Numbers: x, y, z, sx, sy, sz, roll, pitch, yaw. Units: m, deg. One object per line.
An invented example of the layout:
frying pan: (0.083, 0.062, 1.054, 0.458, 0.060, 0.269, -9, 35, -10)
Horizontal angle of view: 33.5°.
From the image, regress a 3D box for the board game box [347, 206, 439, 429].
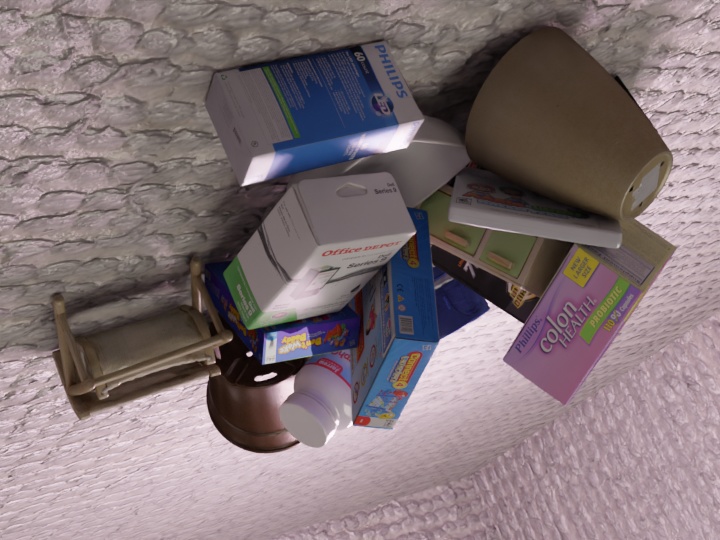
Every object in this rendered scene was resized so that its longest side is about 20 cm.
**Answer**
board game box: (0.036, 0.059, 1.478, 0.055, 0.202, 0.197, 7, 142, -12)

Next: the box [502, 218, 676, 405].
box: (0.283, 0.039, 1.461, 0.177, 0.096, 0.200, -61, 165, 27)

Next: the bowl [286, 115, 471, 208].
bowl: (0.014, -0.125, 1.437, 0.199, 0.075, 0.199, -38, 158, 33)

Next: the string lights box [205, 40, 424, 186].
string lights box: (-0.046, -0.162, 1.219, 0.198, 0.104, 0.059, -15, 158, -26)

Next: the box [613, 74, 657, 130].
box: (0.315, -0.155, 1.668, 0.147, 0.105, 0.200, -29, 162, -6)

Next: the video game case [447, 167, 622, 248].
video game case: (0.207, -0.078, 1.427, 0.197, 0.024, 0.182, 10, -160, 5)

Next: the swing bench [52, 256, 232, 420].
swing bench: (-0.289, 0.101, 1.566, 0.197, 0.131, 0.200, -18, 160, -21)

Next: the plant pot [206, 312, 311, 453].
plant pot: (-0.144, 0.145, 1.790, 0.198, 0.202, 0.199, -21, 154, -11)

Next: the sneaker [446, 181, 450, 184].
sneaker: (0.169, -0.051, 1.678, 0.089, 0.200, 0.080, -48, 178, 18)

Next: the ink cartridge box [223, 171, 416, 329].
ink cartridge box: (-0.050, -0.022, 1.390, 0.145, 0.085, 0.200, -10, 157, -36)

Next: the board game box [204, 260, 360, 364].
board game box: (-0.104, 0.044, 1.542, 0.133, 0.200, 0.045, -8, 118, -27)

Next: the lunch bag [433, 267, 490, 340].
lunch bag: (0.093, 0.057, 1.933, 0.199, 0.133, 0.136, -31, 176, 14)

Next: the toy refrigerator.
toy refrigerator: (0.152, -0.043, 1.483, 0.070, 0.199, 0.077, 22, 96, -51)

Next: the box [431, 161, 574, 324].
box: (0.197, -0.057, 1.583, 0.201, 0.197, 0.050, -61, 173, 29)

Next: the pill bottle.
pill bottle: (-0.026, 0.154, 1.698, 0.200, 0.109, 0.109, -47, 177, -37)

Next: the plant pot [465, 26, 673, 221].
plant pot: (0.256, -0.151, 1.388, 0.187, 0.200, 0.188, -35, 148, -26)
